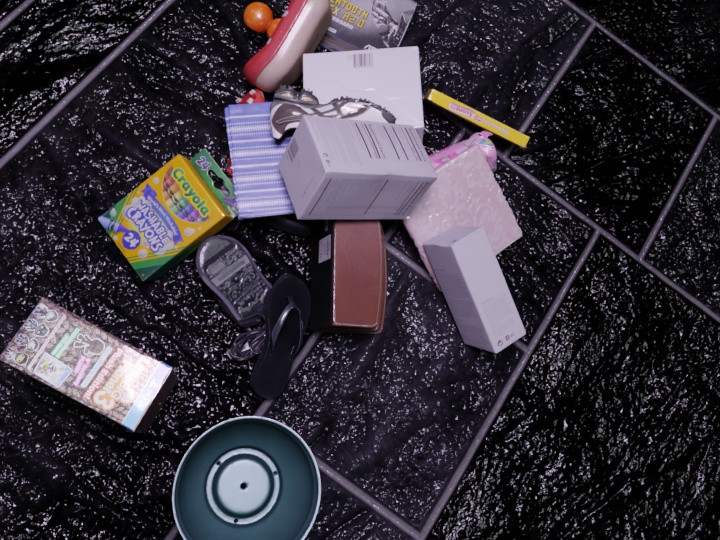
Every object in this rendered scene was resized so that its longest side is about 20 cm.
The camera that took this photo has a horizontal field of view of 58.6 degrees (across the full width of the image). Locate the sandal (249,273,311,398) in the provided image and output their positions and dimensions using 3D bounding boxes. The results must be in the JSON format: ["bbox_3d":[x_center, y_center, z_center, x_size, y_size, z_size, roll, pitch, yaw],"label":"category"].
[{"bbox_3d":[-0.120,0.107,1.023,0.076,0.043,0.201,13,87,-30],"label":"sandal"}]

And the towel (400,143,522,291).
[{"bbox_3d":[0.171,-0.093,1.129,0.191,0.032,0.200,-35,109,-12],"label":"towel"}]

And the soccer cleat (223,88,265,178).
[{"bbox_3d":[-0.186,-0.229,1.118,0.085,0.069,0.200,34,45,-43],"label":"soccer cleat"}]

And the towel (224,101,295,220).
[{"bbox_3d":[-0.138,-0.182,1.034,0.144,0.024,0.200,-7,77,-7],"label":"towel"}]

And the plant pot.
[{"bbox_3d":[-0.167,0.316,0.933,0.200,0.134,0.201,3,75,-12],"label":"plant pot"}]

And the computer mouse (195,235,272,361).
[{"bbox_3d":[-0.200,0.036,1.049,0.138,0.053,0.200,-34,97,-21],"label":"computer mouse"}]

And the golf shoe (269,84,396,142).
[{"bbox_3d":[-0.045,-0.227,1.014,0.200,0.078,0.095,8,82,0],"label":"golf shoe"}]

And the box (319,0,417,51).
[{"bbox_3d":[-0.010,-0.487,1.232,0.200,0.048,0.159,25,72,-6],"label":"box"}]

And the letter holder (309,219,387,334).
[{"bbox_3d":[0.000,0.000,1.060,0.142,0.101,0.200,6,78,-25],"label":"letter holder"}]

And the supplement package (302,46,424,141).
[{"bbox_3d":[0.006,-0.290,1.124,0.200,0.111,0.156,-3,75,2],"label":"supplement package"}]

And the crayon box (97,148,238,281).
[{"bbox_3d":[-0.297,-0.092,1.021,0.200,0.052,0.126,-38,86,2],"label":"crayon box"}]

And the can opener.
[{"bbox_3d":[-0.177,-0.103,1.092,0.200,0.079,0.063,13,35,-13],"label":"can opener"}]

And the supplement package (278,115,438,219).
[{"bbox_3d":[-0.004,-0.152,0.979,0.200,0.114,0.110,-3,59,-33],"label":"supplement package"}]

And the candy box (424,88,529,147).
[{"bbox_3d":[0.215,-0.287,1.204,0.200,0.102,0.026,25,106,-5],"label":"candy box"}]

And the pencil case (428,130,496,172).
[{"bbox_3d":[0.155,-0.187,1.168,0.200,0.087,0.088,-25,82,-15],"label":"pencil case"}]

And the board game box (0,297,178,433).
[{"bbox_3d":[-0.377,0.143,0.918,0.200,0.159,0.097,30,71,-4],"label":"board game box"}]

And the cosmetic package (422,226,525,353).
[{"bbox_3d":[0.190,0.030,1.078,0.071,0.101,0.200,-29,105,-18],"label":"cosmetic package"}]

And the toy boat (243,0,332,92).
[{"bbox_3d":[-0.146,-0.417,1.121,0.131,0.131,0.200,33,97,0],"label":"toy boat"}]
